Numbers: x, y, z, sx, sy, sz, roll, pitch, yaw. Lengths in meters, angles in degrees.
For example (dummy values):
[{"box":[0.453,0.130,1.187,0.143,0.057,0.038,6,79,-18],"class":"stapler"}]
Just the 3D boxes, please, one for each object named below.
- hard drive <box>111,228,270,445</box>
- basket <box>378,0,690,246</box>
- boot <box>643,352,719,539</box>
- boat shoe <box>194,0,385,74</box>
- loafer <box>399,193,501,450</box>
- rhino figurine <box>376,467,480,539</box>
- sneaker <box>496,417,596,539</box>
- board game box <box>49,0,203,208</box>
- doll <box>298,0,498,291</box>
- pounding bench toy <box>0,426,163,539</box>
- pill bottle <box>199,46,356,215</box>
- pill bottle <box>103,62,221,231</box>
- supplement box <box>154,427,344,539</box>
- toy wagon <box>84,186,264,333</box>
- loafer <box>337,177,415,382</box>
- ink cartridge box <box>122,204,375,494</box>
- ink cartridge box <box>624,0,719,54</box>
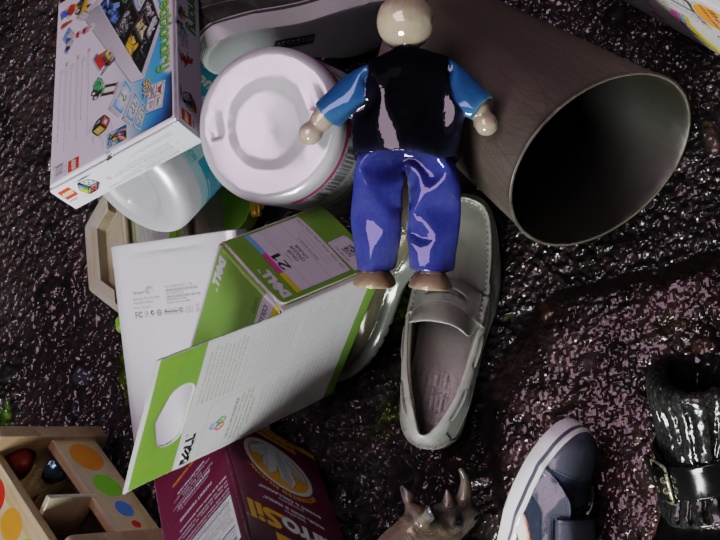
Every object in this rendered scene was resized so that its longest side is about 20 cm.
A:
[{"box":[-0.144,0.072,1.133,0.131,0.026,0.202,-6,91,28],"class":"hard drive"},{"box":[0.116,-0.128,1.002,0.200,0.179,0.137,42,130,40],"class":"basket"},{"box":[0.231,0.147,0.821,0.211,0.079,0.159,-136,45,-71],"class":"boot"},{"box":[-0.047,-0.216,1.100,0.064,0.199,0.071,65,152,23],"class":"boat shoe"},{"box":[0.069,0.037,1.020,0.069,0.070,0.201,6,82,8],"class":"loafer"},{"box":[0.031,0.236,0.979,0.201,0.087,0.060,-63,27,1],"class":"rhino figurine"},{"box":[0.136,0.208,0.941,0.079,0.078,0.201,28,103,37],"class":"sneaker"},{"box":[-0.184,-0.158,1.042,0.126,0.035,0.201,-24,52,23],"class":"board game box"},{"box":[0.025,-0.089,0.909,0.135,0.048,0.202,3,93,7],"class":"doll"},{"box":[-0.283,0.249,1.140,0.156,0.124,0.201,45,110,31],"class":"pounding bench toy"},{"box":[-0.034,-0.101,1.035,0.113,0.200,0.114,-1,88,19],"class":"pill bottle"},{"box":[-0.135,-0.135,1.131,0.110,0.111,0.200,15,52,32],"class":"pill bottle"},{"box":[-0.080,0.197,0.995,0.086,0.110,0.200,-51,26,11],"class":"supplement box"},{"box":[-0.162,-0.034,1.197,0.199,0.040,0.156,-17,70,25],"class":"toy wagon"},{"box":[0.000,0.000,1.042,0.075,0.069,0.201,-94,28,-59],"class":"loafer"},{"box":[-0.095,0.053,0.954,0.076,0.199,0.148,46,137,25],"class":"ink cartridge box"},{"box":[0.268,-0.238,0.937,0.200,0.147,0.145,39,98,32],"class":"ink cartridge box"}]
